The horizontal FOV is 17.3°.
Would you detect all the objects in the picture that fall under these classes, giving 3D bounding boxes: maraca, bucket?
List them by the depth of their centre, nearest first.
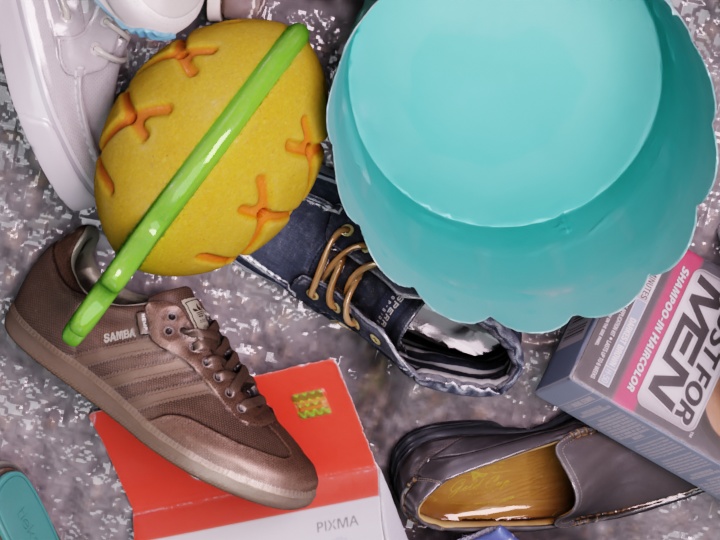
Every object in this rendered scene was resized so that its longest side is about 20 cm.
[{"bbox_3d":[-0.088,-0.045,1.202,0.107,0.137,0.200,36,76,-2],"label":"maraca"},{"bbox_3d":[0.080,-0.084,1.219,0.207,0.135,0.207,0,110,-1],"label":"bucket"}]

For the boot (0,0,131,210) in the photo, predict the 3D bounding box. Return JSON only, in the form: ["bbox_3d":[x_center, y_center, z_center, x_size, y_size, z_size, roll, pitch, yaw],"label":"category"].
[{"bbox_3d":[-0.136,-0.133,1.231,0.096,0.074,0.200,-12,108,10],"label":"boot"}]

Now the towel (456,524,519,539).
[{"bbox_3d":[0.093,0.237,1.354,0.145,0.024,0.200,-29,110,40],"label":"towel"}]

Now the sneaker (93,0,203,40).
[{"bbox_3d":[-0.094,-0.214,1.164,0.076,0.081,0.200,4,87,-40],"label":"sneaker"}]

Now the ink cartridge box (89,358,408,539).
[{"bbox_3d":[-0.054,0.160,1.322,0.162,0.050,0.200,-13,111,22],"label":"ink cartridge box"}]

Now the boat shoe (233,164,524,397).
[{"bbox_3d":[0.000,0.000,1.270,0.200,0.091,0.071,23,107,-8],"label":"boat shoe"}]

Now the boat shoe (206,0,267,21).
[{"bbox_3d":[-0.028,-0.216,1.209,0.059,0.072,0.200,17,102,-3],"label":"boat shoe"}]

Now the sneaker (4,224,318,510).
[{"bbox_3d":[-0.099,0.052,1.274,0.200,0.070,0.076,32,101,10],"label":"sneaker"}]

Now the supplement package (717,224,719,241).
[{"bbox_3d":[0.265,0.001,1.213,0.114,0.200,0.110,30,112,-11],"label":"supplement package"}]

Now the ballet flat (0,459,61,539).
[{"bbox_3d":[-0.183,0.197,1.359,0.064,0.067,0.200,-15,110,33],"label":"ballet flat"}]

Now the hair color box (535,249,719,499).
[{"bbox_3d":[0.207,0.069,1.288,0.200,0.061,0.099,30,72,-9],"label":"hair color box"}]

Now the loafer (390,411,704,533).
[{"bbox_3d":[0.118,0.117,1.321,0.200,0.072,0.073,-10,107,2],"label":"loafer"}]
